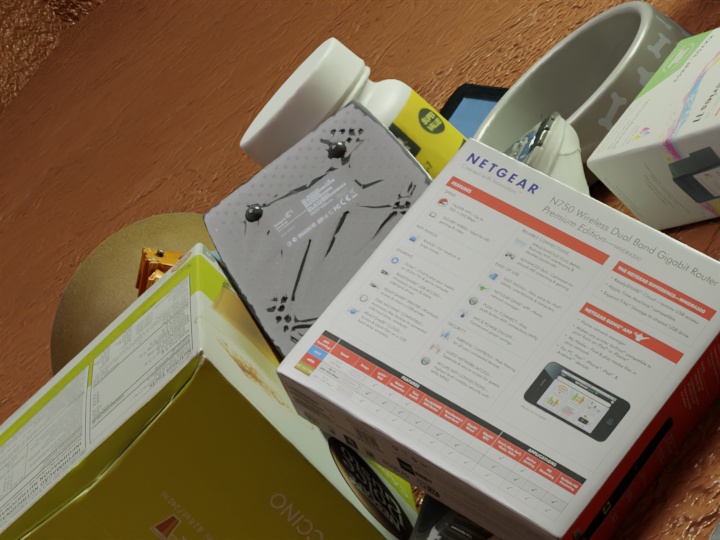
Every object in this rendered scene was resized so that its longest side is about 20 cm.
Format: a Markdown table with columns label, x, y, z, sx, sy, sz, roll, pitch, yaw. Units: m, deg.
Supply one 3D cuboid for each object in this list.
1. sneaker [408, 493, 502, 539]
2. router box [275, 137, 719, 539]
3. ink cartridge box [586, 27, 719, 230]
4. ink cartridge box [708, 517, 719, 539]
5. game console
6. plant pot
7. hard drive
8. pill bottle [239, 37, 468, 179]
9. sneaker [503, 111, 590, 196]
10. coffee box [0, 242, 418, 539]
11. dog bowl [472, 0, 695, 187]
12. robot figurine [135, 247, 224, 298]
| label | x | y | z | sx | sy | sz | roll | pitch | yaw |
| --- | --- | --- | --- | --- | --- | --- | --- | --- | --- |
| sneaker | 0.070 | 0.087 | 1.451 | 0.200 | 0.091 | 0.066 | -51 | 21 | -23 |
| router box | 0.086 | 0.043 | 1.392 | 0.200 | 0.049 | 0.180 | 29 | 69 | 32 |
| ink cartridge box | 0.236 | -0.096 | 1.546 | 0.117 | 0.067 | 0.200 | -51 | 16 | -23 |
| ink cartridge box | 0.239 | 0.083 | 1.122 | 0.197 | 0.047 | 0.200 | -26 | 22 | 48 |
| game console | 0.026 | -0.095 | 1.980 | 0.171 | 0.118 | 0.200 | -56 | 17 | -4 |
| plant pot | -0.095 | 0.074 | 1.812 | 0.186 | 0.186 | 0.200 | -47 | 30 | -7 |
| hard drive | 0.000 | 0.000 | 1.555 | 0.135 | 0.042 | 0.200 | -38 | 50 | 2 |
| pill bottle | 0.024 | -0.051 | 1.710 | 0.114 | 0.200 | 0.114 | -47 | 10 | 11 |
| sneaker | 0.114 | -0.021 | 1.622 | 0.074 | 0.087 | 0.200 | -41 | 21 | 35 |
| coffee box | -0.099 | 0.145 | 1.541 | 0.200 | 0.200 | 0.198 | -42 | 16 | 9 |
| dog bowl | 0.153 | -0.107 | 1.810 | 0.200 | 0.059 | 0.200 | -41 | 17 | 15 |
| robot figurine | -0.051 | 0.053 | 1.656 | 0.058 | 0.199 | 0.146 | -113 | 34 | -69 |
